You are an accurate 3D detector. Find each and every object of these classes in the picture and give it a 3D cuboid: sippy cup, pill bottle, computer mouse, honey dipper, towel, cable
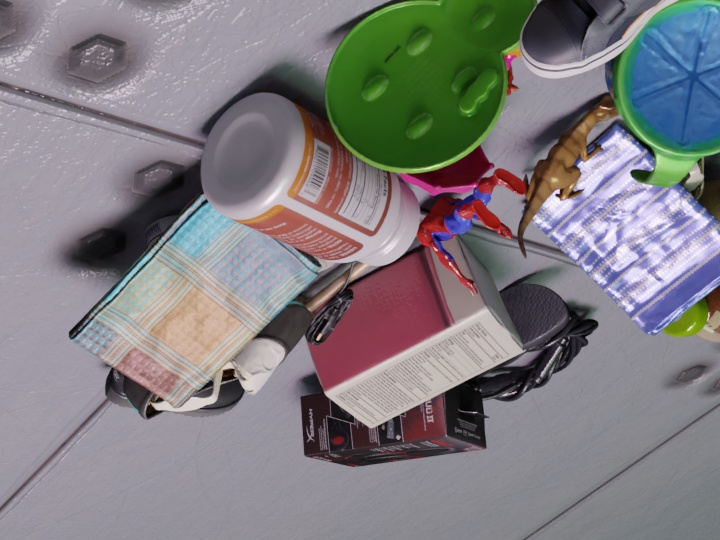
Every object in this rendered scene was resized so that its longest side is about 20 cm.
[{"bbox_3d":[0.275,-0.174,1.136,0.140,0.130,0.178,44,96,-11],"label":"sippy cup"},{"bbox_3d":[-0.037,-0.071,1.149,0.112,0.112,0.200,-36,145,23],"label":"pill bottle"},{"bbox_3d":[0.000,0.000,1.299,0.059,0.034,0.200,-13,137,-52],"label":"computer mouse"},{"bbox_3d":[-0.017,0.010,1.355,0.200,0.038,0.038,-37,144,22],"label":"honey dipper"},{"bbox_3d":[0.284,-0.037,1.344,0.200,0.024,0.145,43,120,-7],"label":"towel"},{"bbox_3d":[-0.149,0.027,1.186,0.200,0.022,0.147,-45,124,9],"label":"towel"},{"bbox_3d":[0.208,0.114,1.623,0.200,0.051,0.163,-24,148,5],"label":"cable"}]

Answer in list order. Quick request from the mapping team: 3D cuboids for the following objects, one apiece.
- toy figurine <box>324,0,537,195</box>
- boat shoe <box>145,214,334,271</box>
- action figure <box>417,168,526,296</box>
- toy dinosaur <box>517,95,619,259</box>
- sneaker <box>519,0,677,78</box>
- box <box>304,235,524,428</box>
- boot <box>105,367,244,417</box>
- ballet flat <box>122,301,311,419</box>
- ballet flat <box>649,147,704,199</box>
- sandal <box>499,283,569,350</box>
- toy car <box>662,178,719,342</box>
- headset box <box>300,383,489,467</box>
[{"bbox_3d":[0.079,-0.145,1.128,0.200,0.150,0.184,-47,161,-3],"label":"toy figurine"},{"bbox_3d":[-0.107,-0.005,1.240,0.200,0.070,0.071,6,148,-35],"label":"boat shoe"},{"bbox_3d":[0.117,-0.035,1.261,0.065,0.099,0.200,-51,-170,-15],"label":"action figure"},{"bbox_3d":[0.184,-0.089,1.265,0.200,0.060,0.106,-57,168,-13],"label":"toy dinosaur"},{"bbox_3d":[0.203,-0.227,0.981,0.200,0.078,0.079,-34,152,0],"label":"sneaker"},{"bbox_3d":[0.055,0.067,1.411,0.200,0.109,0.128,-28,147,11],"label":"box"},{"bbox_3d":[-0.158,0.068,1.344,0.165,0.066,0.200,1,137,-36],"label":"boot"},{"bbox_3d":[-0.135,0.098,1.278,0.200,0.068,0.068,-22,142,1],"label":"ballet flat"},{"bbox_3d":[0.325,-0.132,1.307,0.069,0.070,0.200,-21,148,1],"label":"ballet flat"},{"bbox_3d":[0.158,0.075,1.522,0.200,0.076,0.043,-26,148,29],"label":"sandal"},{"bbox_3d":[0.402,-0.037,1.433,0.164,0.158,0.200,0,132,-50],"label":"toy car"},{"bbox_3d":[0.050,0.179,1.532,0.200,0.075,0.149,-11,163,21],"label":"headset box"}]
